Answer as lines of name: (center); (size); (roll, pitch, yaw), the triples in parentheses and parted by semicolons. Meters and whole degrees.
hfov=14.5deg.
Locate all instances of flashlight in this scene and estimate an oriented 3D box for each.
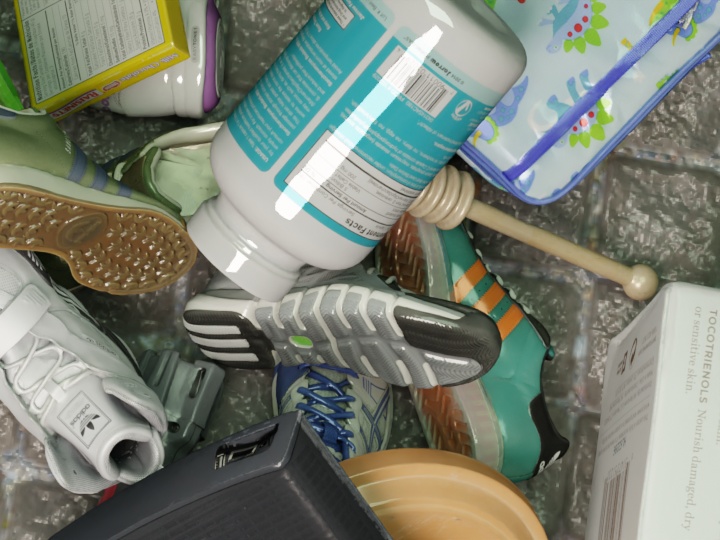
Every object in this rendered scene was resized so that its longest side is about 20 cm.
flashlight: (-0.143, 0.144, 1.652); (0.067, 0.068, 0.201); (20, 70, 1)

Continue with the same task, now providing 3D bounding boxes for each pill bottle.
pill bottle: (-0.009, -0.078, 1.574); (0.111, 0.111, 0.200); (42, 103, 4)

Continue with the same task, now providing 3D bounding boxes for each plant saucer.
plant saucer: (0.016, 0.192, 1.607); (0.199, 0.032, 0.201); (-8, 121, -14)

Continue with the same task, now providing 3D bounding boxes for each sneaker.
sneaker: (-0.134, -0.188, 1.722); (0.099, 0.075, 0.201); (-4, 71, 5)
sneaker: (0.067, 0.034, 1.705); (0.080, 0.071, 0.201); (-6, 71, -29)
sneaker: (-0.136, -0.043, 1.670); (0.199, 0.090, 0.067); (-20, 82, -11)
sneaker: (-0.175, 0.049, 1.552); (0.075, 0.115, 0.200); (-45, 130, 3)
sneaker: (0.000, 0.000, 1.645); (0.199, 0.075, 0.116); (5, 52, 26)
sneaker: (-0.016, 0.104, 1.662); (0.075, 0.088, 0.201); (4, 75, -4)
sneaker: (-0.167, -0.051, 1.563); (0.067, 0.200, 0.090); (-37, 63, 19)

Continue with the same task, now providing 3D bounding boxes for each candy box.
candy box: (-0.165, -0.195, 1.697); (0.102, 0.026, 0.201); (-24, 62, 23)

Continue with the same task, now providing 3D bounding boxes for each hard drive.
hard drive: (-0.081, 0.171, 1.539); (0.200, 0.042, 0.135); (-29, 104, 25)

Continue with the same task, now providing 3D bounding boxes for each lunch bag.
lunch bag: (0.118, -0.149, 1.659); (0.200, 0.082, 0.161); (-43, 104, 2)

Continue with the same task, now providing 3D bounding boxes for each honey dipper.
honey dipper: (0.100, -0.021, 1.696); (0.200, 0.038, 0.038); (24, 73, -28)

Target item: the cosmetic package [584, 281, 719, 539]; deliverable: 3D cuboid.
cosmetic package: (0.247, 0.118, 1.650); (0.199, 0.167, 0.167); (10, 75, -6)

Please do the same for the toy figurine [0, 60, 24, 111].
toy figurine: (-0.303, -0.102, 1.644); (0.184, 0.150, 0.200); (-30, 52, -3)
